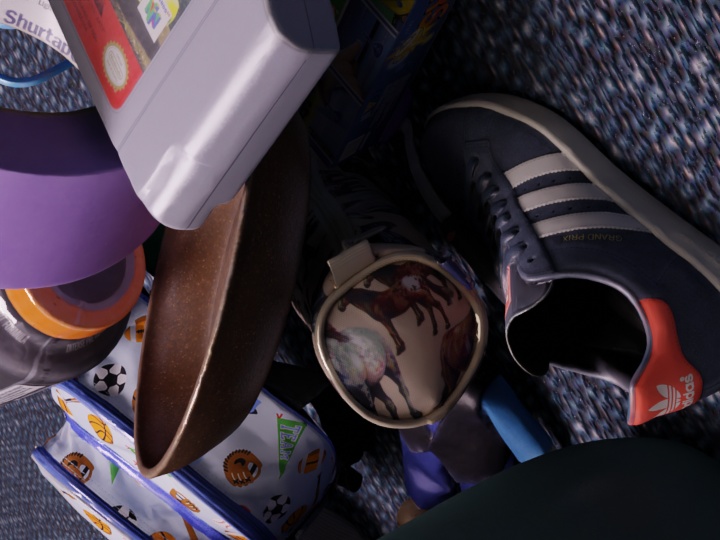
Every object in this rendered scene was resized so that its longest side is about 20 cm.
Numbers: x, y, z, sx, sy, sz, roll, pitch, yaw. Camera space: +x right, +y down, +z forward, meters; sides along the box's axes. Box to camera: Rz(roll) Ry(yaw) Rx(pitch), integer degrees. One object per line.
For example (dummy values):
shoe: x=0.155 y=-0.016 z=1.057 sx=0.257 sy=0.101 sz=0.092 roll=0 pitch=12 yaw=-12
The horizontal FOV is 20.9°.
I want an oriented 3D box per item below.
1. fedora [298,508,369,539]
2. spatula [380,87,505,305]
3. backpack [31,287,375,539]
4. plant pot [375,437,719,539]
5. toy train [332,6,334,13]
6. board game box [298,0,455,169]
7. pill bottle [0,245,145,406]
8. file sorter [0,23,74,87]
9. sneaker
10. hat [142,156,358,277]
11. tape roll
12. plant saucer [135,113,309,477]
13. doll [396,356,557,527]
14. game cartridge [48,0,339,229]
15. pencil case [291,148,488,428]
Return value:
fedora: x=-0.034 y=0.221 z=1.277 sx=0.200 sy=0.177 sz=0.090 roll=37 pitch=120 yaw=0
spatula: x=0.037 y=-0.039 z=0.951 sx=0.200 sy=0.021 sz=0.057 roll=53 pitch=152 yaw=11
backpack: x=-0.102 y=0.094 z=1.125 sx=0.199 sy=0.154 sz=0.191 roll=31 pitch=163 yaw=5
plant pot: x=0.110 y=0.170 z=0.890 sx=0.201 sy=0.161 sz=0.201 roll=43 pitch=152 yaw=29
toy train: x=-0.032 y=-0.158 z=0.812 sx=0.200 sy=0.055 sz=0.151 roll=42 pitch=123 yaw=41
board game box: x=-0.015 y=-0.154 z=0.869 sx=0.136 sy=0.034 sz=0.200 roll=52 pitch=148 yaw=13
pill bottle: x=-0.188 y=0.015 z=1.037 sx=0.200 sy=0.106 sz=0.107 roll=-22 pitch=100 yaw=54
file sorter: x=-0.178 y=-0.218 z=1.026 sx=0.139 sy=0.122 sz=0.200 roll=46 pitch=154 yaw=26
sneaker: x=0.078 y=-0.006 z=0.836 sx=0.200 sy=0.084 sz=0.075 roll=37 pitch=149 yaw=39
hat: x=-0.109 y=-0.011 z=1.069 sx=0.200 sy=0.176 sz=0.166 roll=12 pitch=128 yaw=59
tape roll: x=-0.166 y=-0.096 z=0.889 sx=0.200 sy=0.200 sz=0.085 roll=49 pitch=140 yaw=18
plant saucer: x=-0.061 y=-0.001 z=0.896 sx=0.200 sy=0.036 sz=0.201 roll=-166 pitch=90 yaw=-75
doll: x=0.053 y=0.082 z=1.031 sx=0.136 sy=0.048 sz=0.201 roll=31 pitch=147 yaw=29
game cartridge: x=-0.081 y=-0.135 z=0.803 sx=0.133 sy=0.041 sz=0.201 roll=-48 pitch=57 yaw=36
pencil case: x=0.000 y=0.000 z=0.925 sx=0.200 sy=0.077 sz=0.090 roll=-124 pitch=17 yaw=-69
